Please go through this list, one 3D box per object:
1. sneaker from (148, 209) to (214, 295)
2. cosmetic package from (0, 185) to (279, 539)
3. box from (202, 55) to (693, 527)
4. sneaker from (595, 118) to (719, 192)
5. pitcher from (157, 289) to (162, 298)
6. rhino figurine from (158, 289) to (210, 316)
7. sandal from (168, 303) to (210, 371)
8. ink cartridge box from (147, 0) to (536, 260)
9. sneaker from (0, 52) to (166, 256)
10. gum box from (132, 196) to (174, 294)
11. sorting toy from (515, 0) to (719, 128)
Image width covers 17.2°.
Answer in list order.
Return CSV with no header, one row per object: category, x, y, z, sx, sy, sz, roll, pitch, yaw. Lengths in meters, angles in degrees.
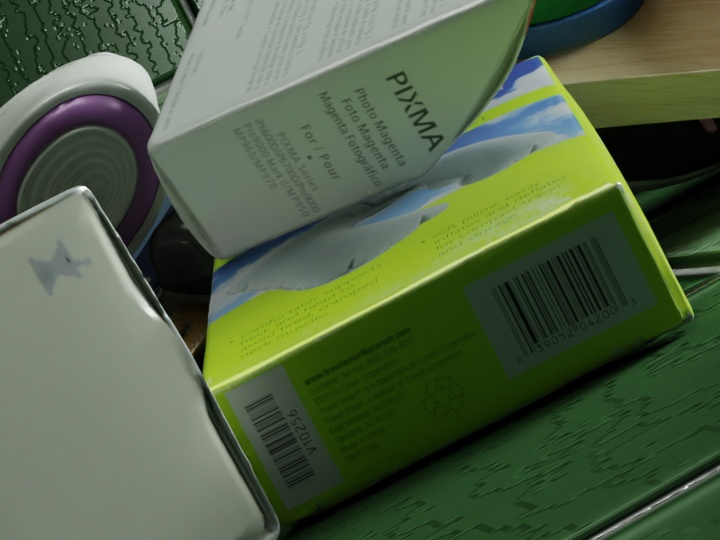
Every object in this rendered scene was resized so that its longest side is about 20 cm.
sneaker,-0.017,-0.054,0.861,0.075,0.091,0.200,-5,21,33
cosmetic package,-0.118,0.059,0.638,0.087,0.104,0.200,-31,3,-31
box,0.018,-0.003,0.687,0.121,0.048,0.200,-27,14,5
sneaker,0.163,-0.091,0.897,0.199,0.071,0.099,-24,-2,-8
pitcher,-0.062,-0.008,1.217,0.170,0.122,0.200,-13,-11,-13
rhino figurine,0.000,0.000,0.942,0.199,0.060,0.087,-25,9,-2
sandal,-0.067,0.045,0.831,0.199,0.055,0.082,-27,4,20
ink cartridge box,0.041,-0.098,0.708,0.199,0.057,0.163,-18,32,23
sneaker,-0.133,0.006,0.855,0.200,0.075,0.100,-48,18,15
gum box,-0.125,0.031,0.979,0.171,0.044,0.200,-56,6,-2
sorting toy,0.120,-0.135,0.839,0.198,0.070,0.199,-4,35,20
